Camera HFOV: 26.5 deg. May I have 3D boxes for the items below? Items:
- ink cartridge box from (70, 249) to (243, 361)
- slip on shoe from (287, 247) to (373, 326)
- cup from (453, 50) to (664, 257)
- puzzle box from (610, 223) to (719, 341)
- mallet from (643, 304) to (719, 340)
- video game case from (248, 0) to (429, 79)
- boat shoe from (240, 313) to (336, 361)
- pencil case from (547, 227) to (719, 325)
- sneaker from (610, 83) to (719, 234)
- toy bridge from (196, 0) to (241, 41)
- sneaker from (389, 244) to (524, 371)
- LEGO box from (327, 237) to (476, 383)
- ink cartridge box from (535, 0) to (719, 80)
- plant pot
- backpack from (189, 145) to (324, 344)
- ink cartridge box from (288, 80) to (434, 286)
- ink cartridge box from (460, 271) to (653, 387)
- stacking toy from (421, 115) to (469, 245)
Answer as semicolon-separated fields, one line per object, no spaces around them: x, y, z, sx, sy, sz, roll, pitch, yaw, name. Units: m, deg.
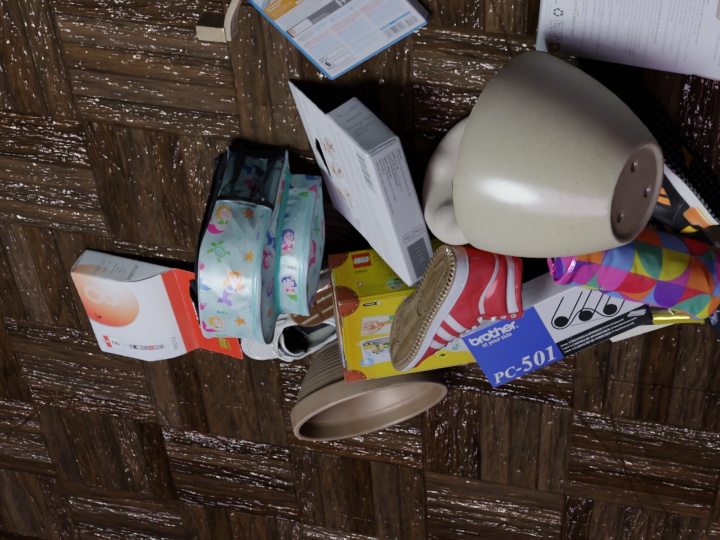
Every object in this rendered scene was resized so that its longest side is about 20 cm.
-0.261;0.060;1.968;0.198;0.050;0.163;14;142;21;ink cartridge box
0.000;0.000;1.812;0.199;0.061;0.076;-27;136;19;slip on shoe
0.202;-0.094;1.455;0.143;0.200;0.201;22;148;35;cup
0.334;0.008;1.723;0.199;0.026;0.133;-20;127;37;puzzle box
0.336;0.048;1.722;0.198;0.041;0.066;2;140;24;mallet
-0.046;-0.288;1.528;0.143;0.018;0.200;-24;125;40;video game case
-0.085;0.082;1.930;0.199;0.066;0.072;-22;127;38;boat shoe
0.291;-0.002;1.603;0.198;0.089;0.088;16;143;-19;pencil case
0.293;-0.103;1.573;0.090;0.070;0.200;-23;128;34;sneaker
-0.139;-0.316;1.483;0.067;0.027;0.201;9;130;18;toy bridge
0.109;0.046;1.670;0.112;0.072;0.200;1;144;-24;sneaker
0.069;0.042;1.767;0.198;0.078;0.150;-9;138;-3;LEGO box
0.268;-0.273;1.410;0.198;0.047;0.199;9;138;8;ink cartridge box
0.002;0.136;1.909;0.199;0.093;0.201;-15;162;-5;plant pot
-0.118;-0.018;1.722;0.149;0.201;0.178;11;140;8;backpack
0.004;-0.103;1.659;0.043;0.174;0.201;-31;135;-11;ink cartridge box
0.217;0.052;1.710;0.199;0.044;0.094;-25;128;15;ink cartridge box
0.177;-0.073;1.638;0.199;0.147;0.146;21;145;-36;stacking toy
